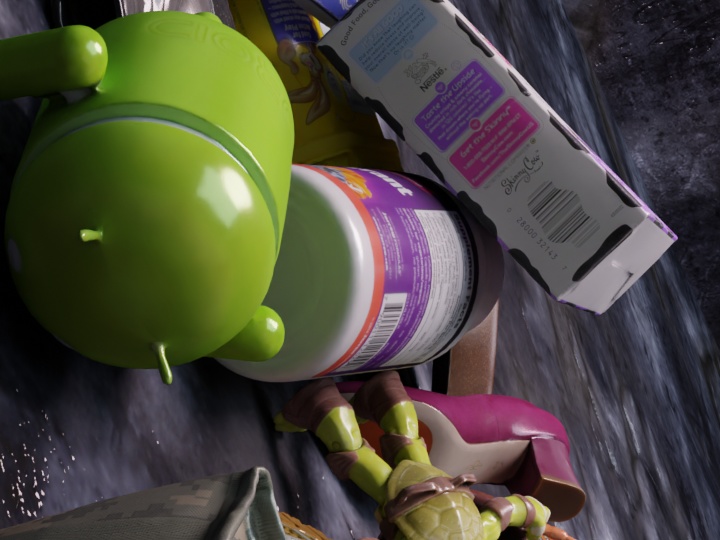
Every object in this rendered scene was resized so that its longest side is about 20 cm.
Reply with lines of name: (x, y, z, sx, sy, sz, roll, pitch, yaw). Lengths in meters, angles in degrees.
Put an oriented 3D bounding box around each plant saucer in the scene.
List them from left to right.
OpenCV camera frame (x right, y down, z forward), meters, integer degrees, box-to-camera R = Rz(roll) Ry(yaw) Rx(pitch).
plant saucer: (0.070, 0.044, 1.309, 0.200, 0.034, 0.201, -177, -90, -90)

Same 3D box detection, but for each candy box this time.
candy box: (0.083, -0.072, 1.120, 0.200, 0.072, 0.168, 47, 8, 12)

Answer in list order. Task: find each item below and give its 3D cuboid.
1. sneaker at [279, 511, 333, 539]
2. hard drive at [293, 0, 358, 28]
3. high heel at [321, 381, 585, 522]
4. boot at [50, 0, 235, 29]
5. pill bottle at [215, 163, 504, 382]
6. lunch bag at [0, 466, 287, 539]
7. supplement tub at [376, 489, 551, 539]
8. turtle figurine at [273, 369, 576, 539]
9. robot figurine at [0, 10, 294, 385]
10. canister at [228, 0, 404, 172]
sneaker: (-0.016, 0.174, 0.908, 0.200, 0.088, 0.076, 33, -2, -33)
hard drive: (-0.002, -0.250, 1.090, 0.132, 0.025, 0.200, 32, 81, -47)
high heel: (0.045, 0.094, 1.190, 0.200, 0.067, 0.096, 26, 23, -29)
boot: (-0.130, -0.195, 1.025, 0.132, 0.070, 0.200, 19, 47, -65)
pill bottle: (0.000, 0.000, 1.053, 0.200, 0.111, 0.112, -1, 71, -61)
lunch bag: (-0.100, 0.141, 0.455, 0.200, 0.164, 0.118, -67, 140, -71)
supplement tub: (0.083, 0.202, 1.176, 0.200, 0.107, 0.107, 42, 31, -62)
turtle figurine: (0.021, 0.127, 1.031, 0.161, 0.200, 0.064, 54, -39, 29)
robot figurine: (-0.089, -0.037, 0.844, 0.176, 0.116, 0.200, 60, 17, -28)
canister: (-0.055, -0.132, 1.167, 0.200, 0.086, 0.149, 69, 16, 5)
